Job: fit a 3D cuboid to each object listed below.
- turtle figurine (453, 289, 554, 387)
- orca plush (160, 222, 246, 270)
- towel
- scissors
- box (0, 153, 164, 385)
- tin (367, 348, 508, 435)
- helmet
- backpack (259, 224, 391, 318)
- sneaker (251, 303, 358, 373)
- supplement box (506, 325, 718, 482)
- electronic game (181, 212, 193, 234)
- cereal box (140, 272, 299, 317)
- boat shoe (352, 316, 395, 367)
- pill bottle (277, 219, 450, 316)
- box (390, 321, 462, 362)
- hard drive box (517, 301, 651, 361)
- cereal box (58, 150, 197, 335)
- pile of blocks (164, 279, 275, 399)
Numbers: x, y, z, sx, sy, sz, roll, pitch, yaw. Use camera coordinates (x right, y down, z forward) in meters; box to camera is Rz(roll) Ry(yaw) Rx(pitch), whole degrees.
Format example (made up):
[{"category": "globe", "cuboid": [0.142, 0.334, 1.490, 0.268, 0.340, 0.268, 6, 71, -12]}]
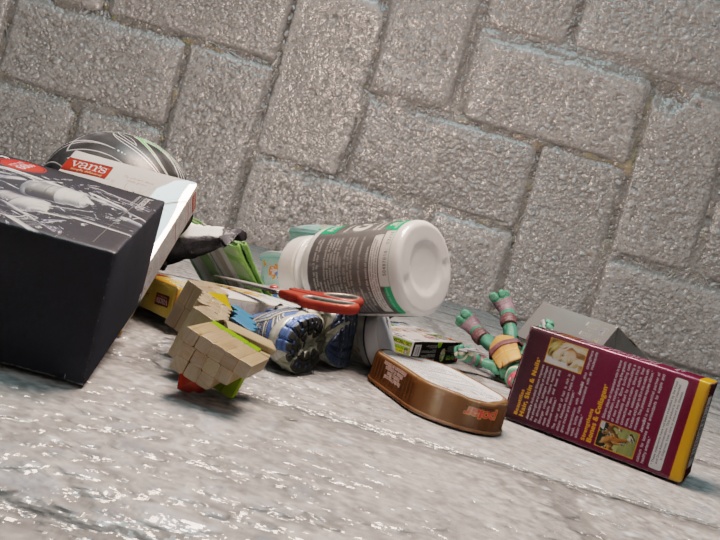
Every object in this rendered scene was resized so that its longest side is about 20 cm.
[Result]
[{"category": "turtle figurine", "cuboid": [0.214, 0.115, 1.222, 0.149, 0.101, 0.200, -17, 31, 0]}, {"category": "orca plush", "cuboid": [-0.237, -0.036, 0.991, 0.200, 0.071, 0.105, 0, 42, 3]}, {"category": "towel", "cuboid": [-0.198, -0.011, 1.181, 0.200, 0.031, 0.149, 23, -34, 44]}, {"category": "scissors", "cuboid": [-0.090, 0.023, 0.899, 0.200, 0.014, 0.073, 10, 12, 18]}, {"category": "box", "cuboid": [-0.268, -0.016, 0.634, 0.182, 0.104, 0.200, 17, 14, -8]}, {"category": "tin", "cuboid": [0.082, 0.127, 0.879, 0.112, 0.042, 0.200, 20, 1, -23]}, {"category": "helmet", "cuboid": [-0.332, -0.094, 1.105, 0.200, 0.191, 0.200, -10, -2, 0]}, {"category": "backpack", "cuboid": [-0.056, 0.006, 1.249, 0.200, 0.151, 0.178, -3, -3, 12]}, {"category": "sneaker", "cuboid": [-0.065, 0.064, 0.904, 0.085, 0.077, 0.200, 13, 1, 22]}, {"category": "supplement box", "cuboid": [0.277, 0.143, 0.907, 0.200, 0.111, 0.086, 18, 3, 29]}, {"category": "electronic game", "cuboid": [-0.293, -0.064, 0.931, 0.200, 0.042, 0.200, 2, 30, -1]}, {"category": "cereal box", "cuboid": [-0.171, 0.038, 0.960, 0.200, 0.040, 0.144, 13, 1, -45]}, {"category": "boat shoe", "cuboid": [0.003, 0.081, 1.054, 0.066, 0.072, 0.200, -19, 20, 6]}, {"category": "pill bottle", "cuboid": [0.000, 0.000, 0.995, 0.200, 0.113, 0.113, -2, -10, 40]}, {"category": "box", "cuboid": [0.068, 0.107, 1.221, 0.110, 0.035, 0.200, 17, 3, 27]}, {"category": "hard drive box", "cuboid": [0.355, 0.139, 1.242, 0.156, 0.077, 0.200, 43, -7, -20]}, {"category": "cereal box", "cuboid": [-0.267, -0.036, 0.821, 0.144, 0.040, 0.200, 15, 45, 2]}, {"category": "pile of blocks", "cuboid": [-0.125, 0.067, 0.691, 0.082, 0.062, 0.200, 28, 7, -17]}]
